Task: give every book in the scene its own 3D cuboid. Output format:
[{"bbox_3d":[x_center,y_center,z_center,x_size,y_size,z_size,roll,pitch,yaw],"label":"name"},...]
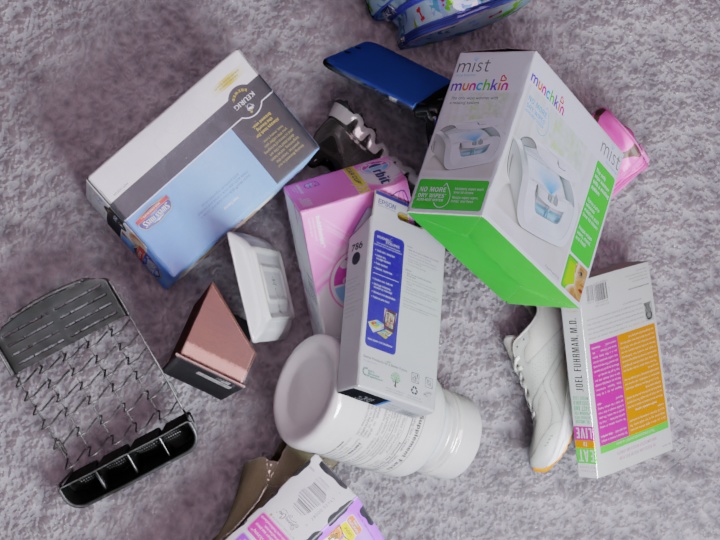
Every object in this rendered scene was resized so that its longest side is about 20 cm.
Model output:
[{"bbox_3d":[0.262,0.100,1.713,0.133,0.048,0.203,-12,98,-49],"label":"book"}]

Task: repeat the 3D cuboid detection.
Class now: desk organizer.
[{"bbox_3d":[-0.141,0.071,1.616,0.071,0.200,0.078,25,79,-7],"label":"desk organizer"}]

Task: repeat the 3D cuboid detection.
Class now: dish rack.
[{"bbox_3d":[-0.265,0.114,1.632,0.152,0.055,0.201,-27,102,6],"label":"dish rack"}]

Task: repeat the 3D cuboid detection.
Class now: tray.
[{"bbox_3d":[-0.093,0.015,1.631,0.022,0.200,0.109,-13,87,6],"label":"tray"}]

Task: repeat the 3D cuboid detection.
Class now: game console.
[{"bbox_3d":[0.048,-0.144,1.686,0.117,0.200,0.173,-4,102,16],"label":"game console"}]

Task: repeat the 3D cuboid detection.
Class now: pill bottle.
[{"bbox_3d":[0.021,0.143,1.654,0.199,0.114,0.116,21,80,-35],"label":"pill bottle"}]

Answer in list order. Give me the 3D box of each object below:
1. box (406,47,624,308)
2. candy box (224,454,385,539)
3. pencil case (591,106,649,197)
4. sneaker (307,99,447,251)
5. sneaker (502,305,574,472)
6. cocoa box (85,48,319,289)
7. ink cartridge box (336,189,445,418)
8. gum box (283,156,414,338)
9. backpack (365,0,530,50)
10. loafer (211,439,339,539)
[{"bbox_3d":[0.153,-0.086,1.605,0.200,0.096,0.178,40,63,-45],"label":"box"},{"bbox_3d":[-0.072,0.303,1.620,0.200,0.168,0.071,-42,55,-12],"label":"candy box"},{"bbox_3d":[0.217,-0.081,1.753,0.200,0.094,0.091,-43,132,-9],"label":"pencil case"},{"bbox_3d":[0.019,-0.079,1.731,0.200,0.066,0.091,45,82,0],"label":"sneaker"},{"bbox_3d":[0.188,0.110,1.746,0.091,0.076,0.202,13,75,-2],"label":"sneaker"},{"bbox_3d":[-0.160,-0.097,1.661,0.200,0.133,0.131,-42,93,-12],"label":"cocoa box"},{"bbox_3d":[0.032,0.032,1.596,0.099,0.039,0.202,22,64,-33],"label":"ink cartridge box"},{"bbox_3d":[0.000,0.000,1.675,0.112,0.066,0.202,-17,120,-11],"label":"gum box"},{"bbox_3d":[0.099,-0.320,1.698,0.181,0.200,0.149,-21,89,-12],"label":"backpack"},{"bbox_3d":[-0.100,0.225,1.676,0.068,0.076,0.200,46,69,-2],"label":"loafer"}]
